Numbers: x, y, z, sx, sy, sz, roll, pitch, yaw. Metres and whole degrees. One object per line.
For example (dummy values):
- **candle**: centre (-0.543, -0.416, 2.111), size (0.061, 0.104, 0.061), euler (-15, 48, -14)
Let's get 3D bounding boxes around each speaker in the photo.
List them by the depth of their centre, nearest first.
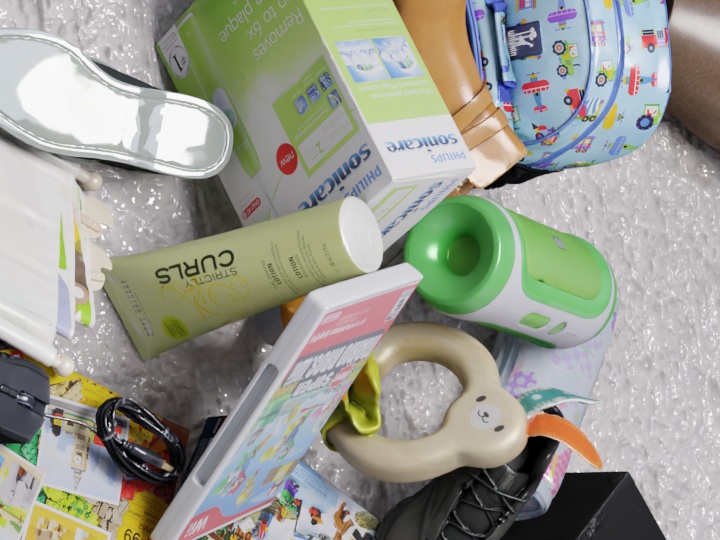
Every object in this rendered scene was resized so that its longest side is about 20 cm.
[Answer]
- **speaker**: centre (0.109, 0.003, 1.748), size (0.200, 0.088, 0.089), euler (18, 70, -60)

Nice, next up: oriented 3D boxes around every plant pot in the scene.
- **plant pot**: centre (0.310, -0.178, 2.043), size (0.199, 0.187, 0.188), euler (18, 70, -25)

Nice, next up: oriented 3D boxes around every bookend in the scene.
- **bookend**: centre (0.163, 0.290, 1.869), size (0.199, 0.092, 0.201), euler (-48, 117, -35)

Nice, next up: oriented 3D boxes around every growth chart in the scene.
- **growth chart**: centre (-0.213, -0.023, 1.555), size (0.145, 0.018, 0.201), euler (37, 33, -30)

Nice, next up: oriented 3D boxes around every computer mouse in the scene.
- **computer mouse**: centre (-0.182, 0.088, 1.495), size (0.199, 0.034, 0.059), euler (21, 71, -36)

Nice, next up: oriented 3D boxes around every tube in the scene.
- **tube**: centre (-0.080, 0.004, 1.611), size (0.052, 0.199, 0.058), euler (23, 56, -54)

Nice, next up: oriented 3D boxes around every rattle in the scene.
- **rattle**: centre (0.062, 0.067, 1.672), size (0.130, 0.199, 0.143), euler (-51, 144, -44)

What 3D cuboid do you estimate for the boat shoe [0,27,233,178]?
- **boat shoe**: centre (-0.181, -0.104, 1.623), size (0.199, 0.060, 0.076), euler (24, 81, -28)

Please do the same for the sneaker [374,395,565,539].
- **sneaker**: centre (0.075, 0.164, 1.733), size (0.076, 0.091, 0.200), euler (36, 70, -10)

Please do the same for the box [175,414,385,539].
- **box**: centre (-0.051, 0.209, 1.712), size (0.200, 0.038, 0.137), euler (39, 58, -33)

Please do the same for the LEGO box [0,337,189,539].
- **LEGO box**: centre (-0.218, 0.133, 1.537), size (0.200, 0.077, 0.150), euler (30, 63, -37)

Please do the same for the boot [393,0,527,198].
- **boot**: centre (0.063, -0.137, 1.731), size (0.155, 0.200, 0.077), euler (46, 14, -4)

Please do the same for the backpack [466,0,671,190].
- **backpack**: centre (0.126, -0.158, 1.829), size (0.134, 0.199, 0.184), euler (1, 84, -44)

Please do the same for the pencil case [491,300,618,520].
- **pencil case**: centre (0.128, 0.089, 1.873), size (0.091, 0.083, 0.201), euler (35, 60, -19)

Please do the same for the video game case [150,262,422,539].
- **video game case**: centre (-0.046, 0.085, 1.576), size (0.017, 0.200, 0.143), euler (40, 22, 15)

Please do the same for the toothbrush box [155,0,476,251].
- **toothbrush box**: centre (-0.032, -0.112, 1.663), size (0.086, 0.146, 0.201), euler (-12, 69, -44)

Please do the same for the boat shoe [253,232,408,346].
- **boat shoe**: centre (0.000, 0.000, 1.770), size (0.200, 0.073, 0.065), euler (-47, 111, -36)
